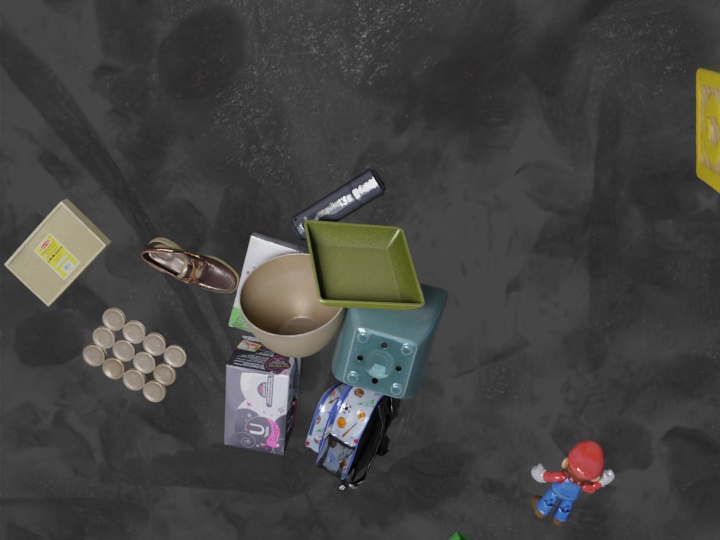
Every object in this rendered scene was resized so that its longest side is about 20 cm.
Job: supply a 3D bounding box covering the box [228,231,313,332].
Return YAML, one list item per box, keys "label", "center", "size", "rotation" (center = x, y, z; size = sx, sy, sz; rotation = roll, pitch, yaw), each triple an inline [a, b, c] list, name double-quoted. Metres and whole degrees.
- label: "box"
  center: [-0.171, 0.038, 1.627]
  size: [0.143, 0.036, 0.201]
  rotation: [18, 108, 2]

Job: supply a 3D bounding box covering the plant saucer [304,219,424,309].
- label: "plant saucer"
  center: [0.000, 0.000, 1.491]
  size: [0.198, 0.201, 0.048]
  rotation: [3, 137, -18]

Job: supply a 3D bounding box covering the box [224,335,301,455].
- label: "box"
  center: [-0.196, 0.252, 1.641]
  size: [0.131, 0.115, 0.201]
  rotation: [10, 120, 5]

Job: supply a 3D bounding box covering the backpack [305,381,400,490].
- label: "backpack"
  center: [-0.007, 0.299, 1.618]
  size: [0.153, 0.200, 0.191]
  rotation: [30, 110, 13]

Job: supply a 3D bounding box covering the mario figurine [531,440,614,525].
- label: "mario figurine"
  center: [0.429, 0.417, 1.658]
  size: [0.123, 0.106, 0.201]
  rotation: [4, 126, -31]

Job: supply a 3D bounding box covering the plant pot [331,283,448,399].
- label: "plant pot"
  center: [0.047, 0.134, 1.540]
  size: [0.195, 0.200, 0.197]
  rotation: [15, 109, 2]

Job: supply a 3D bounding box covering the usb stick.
- label: "usb stick"
  center: [-0.043, -0.124, 1.556]
  size: [0.199, 0.033, 0.056]
  rotation: [-30, 102, 16]

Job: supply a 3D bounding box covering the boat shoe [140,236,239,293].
- label: "boat shoe"
  center: [-0.339, -0.002, 1.616]
  size: [0.199, 0.072, 0.072]
  rotation: [26, 110, -1]

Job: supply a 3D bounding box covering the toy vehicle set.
- label: "toy vehicle set"
  center: [-0.619, -0.035, 1.669]
  size: [0.200, 0.027, 0.124]
  rotation: [-41, 98, 18]

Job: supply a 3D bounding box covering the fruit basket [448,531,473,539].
- label: "fruit basket"
  center: [0.191, 0.671, 1.693]
  size: [0.155, 0.216, 0.217]
  rotation: [28, 110, -2]

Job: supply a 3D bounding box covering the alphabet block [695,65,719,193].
- label: "alphabet block"
  center: [0.674, -0.237, 1.336]
  size: [0.198, 0.195, 0.198]
  rotation: [-4, 106, 8]

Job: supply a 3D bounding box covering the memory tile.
- label: "memory tile"
  center: [-0.476, 0.180, 1.725]
  size: [0.199, 0.017, 0.154]
  rotation: [32, 109, -4]

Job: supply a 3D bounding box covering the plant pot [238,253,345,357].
- label: "plant pot"
  center: [-0.120, 0.086, 1.534]
  size: [0.199, 0.201, 0.135]
  rotation: [4, 138, 7]
